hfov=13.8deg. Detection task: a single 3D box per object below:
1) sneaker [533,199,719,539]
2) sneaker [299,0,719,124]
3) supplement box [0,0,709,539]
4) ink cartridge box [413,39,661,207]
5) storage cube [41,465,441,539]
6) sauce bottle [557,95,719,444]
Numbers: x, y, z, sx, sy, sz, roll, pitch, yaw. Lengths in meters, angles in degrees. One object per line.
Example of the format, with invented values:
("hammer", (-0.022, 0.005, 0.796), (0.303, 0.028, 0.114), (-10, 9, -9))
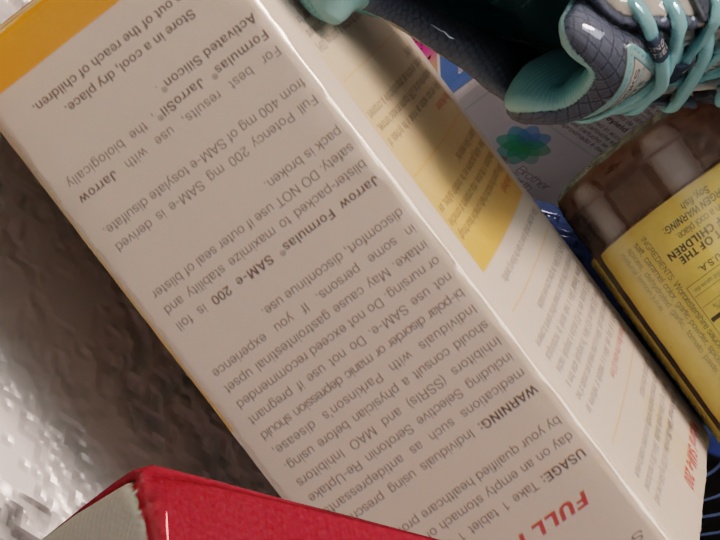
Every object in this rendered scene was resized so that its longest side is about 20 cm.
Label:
("sneaker", (0.093, 0.050, 0.857), (0.200, 0.078, 0.070), (26, 42, -6))
("sneaker", (0.066, -0.063, 0.721), (0.200, 0.078, 0.086), (15, 44, -14))
("supplement box", (0.000, 0.000, 0.739), (0.200, 0.074, 0.126), (53, 14, -4))
("ink cartridge box", (0.117, -0.073, 0.861), (0.136, 0.200, 0.076), (33, 40, -31))
("storage cube", (-0.007, 0.159, 0.520), (0.180, 0.200, 0.171), (18, 49, -35))
("sauce bottle", (0.132, 0.045, 0.786), (0.200, 0.065, 0.065), (55, 33, 6))
